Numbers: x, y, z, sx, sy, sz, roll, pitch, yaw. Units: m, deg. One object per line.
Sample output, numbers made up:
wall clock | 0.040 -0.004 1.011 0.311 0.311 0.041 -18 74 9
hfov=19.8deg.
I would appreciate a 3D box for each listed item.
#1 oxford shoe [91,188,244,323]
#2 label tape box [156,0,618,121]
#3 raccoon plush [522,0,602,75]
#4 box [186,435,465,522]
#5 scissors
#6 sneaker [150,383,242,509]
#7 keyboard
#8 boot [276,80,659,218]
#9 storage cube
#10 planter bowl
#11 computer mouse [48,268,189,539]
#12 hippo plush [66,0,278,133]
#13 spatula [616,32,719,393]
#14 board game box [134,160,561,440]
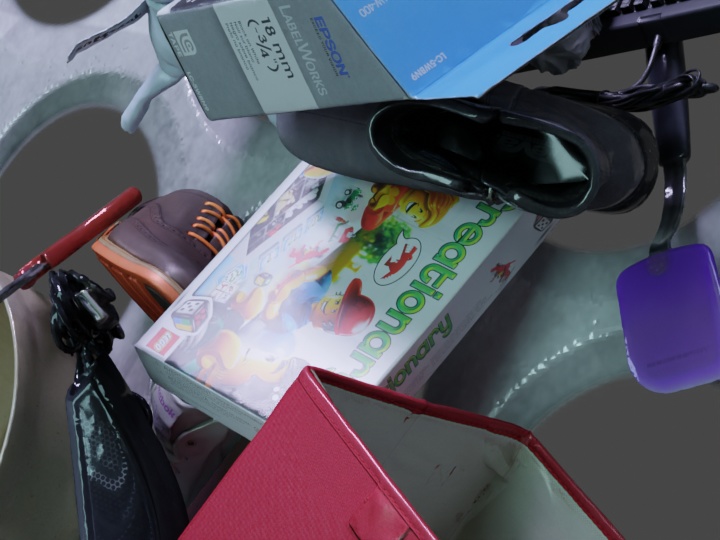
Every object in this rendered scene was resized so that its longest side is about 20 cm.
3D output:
oxford shoe | -0.099 -0.013 1.121 0.072 0.071 0.200 -41 16 -2
label tape box | 0.024 -0.130 0.920 0.144 0.064 0.199 -37 21 -31
raccoon plush | 0.055 -0.178 1.050 0.133 0.097 0.201 -21 42 43
box | -0.041 0.154 1.040 0.200 0.075 0.100 -52 46 13
scissors | -0.177 0.005 1.098 0.073 0.014 0.200 -31 9 32
sneaker | -0.092 0.088 1.096 0.200 0.099 0.075 -49 51 19
keyboard | 0.143 -0.124 0.991 0.199 0.021 0.128 -8 55 45
boot | 0.030 -0.066 0.938 0.198 0.131 0.070 8 96 24
storage cube | 0.022 0.177 0.888 0.180 0.170 0.200 -53 50 16
planter bowl | -0.210 0.103 1.179 0.199 0.134 0.202 -19 61 37
computer mouse | -0.113 0.098 1.008 0.139 0.052 0.202 128 135 -83
hippo plush | -0.047 -0.147 1.106 0.200 0.159 0.161 -46 56 -6
spatula | 0.145 -0.039 0.971 0.056 0.020 0.202 -21 54 37
board game box | 0.000 0.000 1.012 0.126 0.035 0.200 26 64 33
